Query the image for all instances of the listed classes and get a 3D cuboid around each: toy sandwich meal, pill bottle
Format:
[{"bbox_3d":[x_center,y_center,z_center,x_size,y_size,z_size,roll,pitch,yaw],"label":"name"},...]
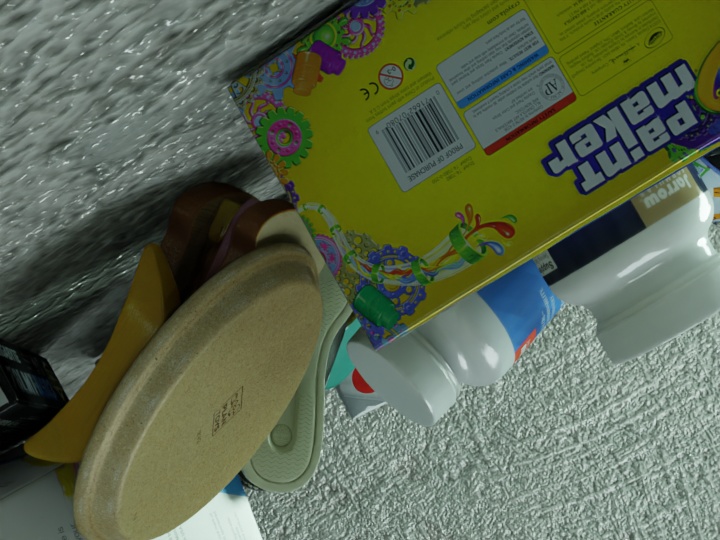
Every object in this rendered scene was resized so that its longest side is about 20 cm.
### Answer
[{"bbox_3d":[-0.092,0.048,0.643,0.205,0.070,0.206,-48,160,-23],"label":"toy sandwich meal"},{"bbox_3d":[0.147,-0.051,0.760,0.115,0.202,0.116,-30,176,-3],"label":"pill bottle"},{"bbox_3d":[0.084,0.009,0.866,0.200,0.112,0.112,-47,-179,-18],"label":"pill bottle"}]

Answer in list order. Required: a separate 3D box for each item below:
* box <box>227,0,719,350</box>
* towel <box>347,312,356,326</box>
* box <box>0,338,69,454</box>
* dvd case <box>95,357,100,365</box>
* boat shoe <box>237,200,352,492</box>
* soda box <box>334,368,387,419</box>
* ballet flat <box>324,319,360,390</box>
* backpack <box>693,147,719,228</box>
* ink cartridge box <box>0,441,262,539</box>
[{"bbox_3d":[0.074,-0.074,0.551,0.198,0.123,0.193,-32,176,10],"label":"box"},{"bbox_3d":[-0.083,0.071,0.889,0.142,0.023,0.200,-3,-144,46],"label":"towel"},{"bbox_3d":[-0.274,0.112,0.711,0.196,0.050,0.200,-30,176,-7],"label":"box"},{"bbox_3d":[-0.109,0.049,0.916,0.198,0.016,0.149,-32,-156,-2],"label":"dvd case"},{"bbox_3d":[-0.046,0.041,0.790,0.071,0.203,0.068,16,166,-13],"label":"boat shoe"},{"bbox_3d":[-0.014,0.054,1.107,0.063,0.069,0.200,-24,-156,-6],"label":"soda box"},{"bbox_3d":[0.000,0.000,0.957,0.067,0.072,0.201,-10,139,-49],"label":"ballet flat"},{"bbox_3d":[0.240,-0.119,0.868,0.189,0.203,0.154,-8,159,-44],"label":"backpack"},{"bbox_3d":[-0.175,0.179,0.713,0.143,0.150,0.199,-16,-174,38],"label":"ink cartridge box"}]
